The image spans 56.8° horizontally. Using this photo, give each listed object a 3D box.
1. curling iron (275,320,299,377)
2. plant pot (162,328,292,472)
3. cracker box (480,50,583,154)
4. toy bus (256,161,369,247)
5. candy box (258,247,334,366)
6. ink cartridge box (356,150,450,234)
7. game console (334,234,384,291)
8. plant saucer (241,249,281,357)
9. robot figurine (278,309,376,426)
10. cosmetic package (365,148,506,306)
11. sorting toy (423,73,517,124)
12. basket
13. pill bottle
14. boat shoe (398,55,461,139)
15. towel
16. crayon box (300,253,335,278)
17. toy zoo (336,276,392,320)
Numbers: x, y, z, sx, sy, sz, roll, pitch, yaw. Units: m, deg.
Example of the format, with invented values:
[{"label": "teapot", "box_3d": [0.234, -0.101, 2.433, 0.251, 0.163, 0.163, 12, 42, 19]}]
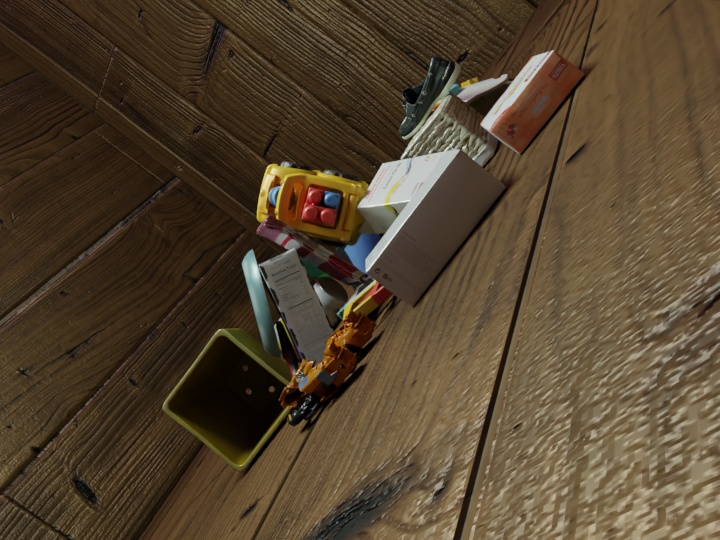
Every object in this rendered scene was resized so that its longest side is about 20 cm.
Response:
[{"label": "curling iron", "box_3d": [-0.129, 0.161, 1.185, 0.050, 0.026, 0.200, -67, 33, 34]}, {"label": "plant pot", "box_3d": [-0.224, 0.234, 1.309, 0.194, 0.195, 0.200, -52, -4, 7]}, {"label": "cracker box", "box_3d": [0.246, -0.251, 0.989, 0.134, 0.058, 0.200, -52, 5, 15]}, {"label": "toy bus", "box_3d": [-0.092, -0.116, 1.163, 0.192, 0.200, 0.136, -58, -19, -83]}, {"label": "candy box", "box_3d": [-0.107, 0.070, 1.173, 0.071, 0.200, 0.168, -25, 0, -9]}, {"label": "ink cartridge box", "box_3d": [0.075, -0.129, 1.123, 0.200, 0.068, 0.117, -4, 46, 42]}, {"label": "game console", "box_3d": [0.000, 0.000, 1.243, 0.116, 0.176, 0.200, -20, -18, -39]}, {"label": "plant saucer", "box_3d": [-0.179, 0.062, 1.185, 0.027, 0.201, 0.200, -14, -1, -9]}, {"label": "robot figurine", "box_3d": [-0.055, 0.148, 0.988, 0.200, 0.058, 0.145, -48, 6, 41]}, {"label": "cosmetic package", "box_3d": [0.096, -0.062, 0.905, 0.200, 0.085, 0.108, -52, 5, 9]}, {"label": "sorting toy", "box_3d": [0.241, -0.352, 1.368, 0.180, 0.107, 0.200, -20, -1, 34]}, {"label": "basket", "box_3d": [0.166, -0.231, 1.228, 0.136, 0.123, 0.200, -49, 5, 27]}, {"label": "pill bottle", "box_3d": [-0.117, 0.112, 1.535, 0.200, 0.112, 0.112, -51, 5, 24]}, {"label": "boat shoe", "box_3d": [0.114, -0.334, 1.282, 0.199, 0.066, 0.075, -44, 23, 55]}, {"label": "towel", "box_3d": [-0.089, -0.029, 1.168, 0.023, 0.200, 0.144, -61, 10, -10]}, {"label": "crayon box", "box_3d": [-0.033, -0.013, 1.499, 0.127, 0.199, 0.051, -128, 36, -86]}, {"label": "toy zoo", "box_3d": [0.038, 0.018, 1.066, 0.200, 0.020, 0.131, -41, 10, 21]}]
